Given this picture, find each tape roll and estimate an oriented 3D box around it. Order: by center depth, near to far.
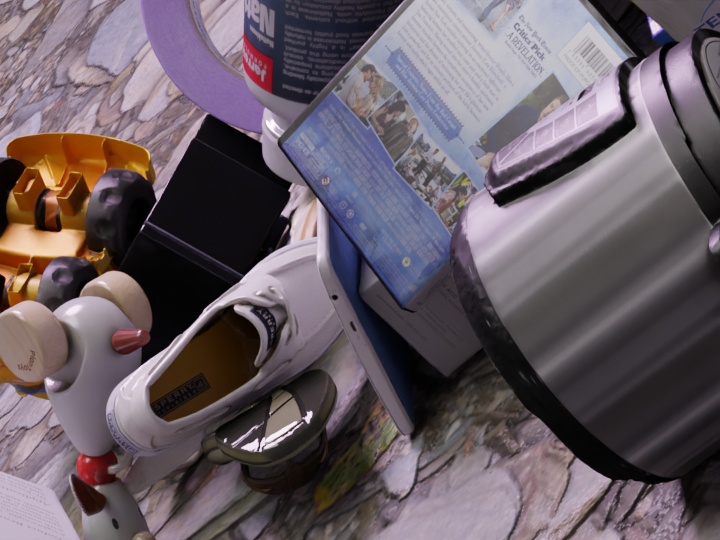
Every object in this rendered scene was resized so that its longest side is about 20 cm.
[{"bbox_3d":[-0.049,-0.192,1.897,0.200,0.200,0.066,-47,0,3],"label":"tape roll"}]

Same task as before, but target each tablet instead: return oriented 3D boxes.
[{"bbox_3d":[0.000,0.000,1.681,0.014,0.130,0.200,-22,27,10],"label":"tablet"}]

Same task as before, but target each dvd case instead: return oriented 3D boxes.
[{"bbox_3d":[0.055,-0.095,1.582,0.200,0.018,0.143,-47,59,16],"label":"dvd case"}]

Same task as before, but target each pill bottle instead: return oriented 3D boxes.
[{"bbox_3d":[-0.016,-0.159,1.775,0.120,0.119,0.201,-86,-1,-58],"label":"pill bottle"}]

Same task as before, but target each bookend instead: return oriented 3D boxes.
[{"bbox_3d":[-0.097,-0.028,1.878,0.200,0.092,0.199,-64,5,-35],"label":"bookend"}]

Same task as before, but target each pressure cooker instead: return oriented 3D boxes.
[{"bbox_3d":[0.165,-0.016,1.325,0.200,0.178,0.176,-38,54,24],"label":"pressure cooker"}]

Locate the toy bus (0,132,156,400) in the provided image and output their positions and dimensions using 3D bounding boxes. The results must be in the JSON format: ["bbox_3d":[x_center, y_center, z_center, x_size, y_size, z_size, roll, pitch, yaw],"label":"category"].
[{"bbox_3d":[-0.220,0.028,2.014,0.135,0.192,0.200,7,47,23],"label":"toy bus"}]

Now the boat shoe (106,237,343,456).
[{"bbox_3d":[-0.066,0.040,1.686,0.200,0.071,0.070,-34,1,-28],"label":"boat shoe"}]

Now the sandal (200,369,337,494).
[{"bbox_3d":[-0.048,0.104,1.697,0.080,0.057,0.201,-32,1,-10],"label":"sandal"}]

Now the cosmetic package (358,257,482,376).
[{"bbox_3d":[0.096,-0.045,1.633,0.200,0.081,0.113,-42,20,18],"label":"cosmetic package"}]

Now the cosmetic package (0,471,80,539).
[{"bbox_3d":[-0.274,0.216,1.730,0.166,0.164,0.200,-67,19,7],"label":"cosmetic package"}]

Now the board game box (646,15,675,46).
[{"bbox_3d":[0.246,-0.239,1.659,0.200,0.045,0.153,-36,46,29],"label":"board game box"}]

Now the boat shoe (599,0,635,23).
[{"bbox_3d":[0.167,-0.192,1.815,0.200,0.073,0.063,-42,-22,29],"label":"boat shoe"}]

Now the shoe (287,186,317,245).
[{"bbox_3d":[-0.008,-0.034,1.841,0.053,0.070,0.200,-34,17,33],"label":"shoe"}]

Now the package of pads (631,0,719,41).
[{"bbox_3d":[0.207,-0.194,1.507,0.154,0.200,0.068,-35,29,32],"label":"package of pads"}]

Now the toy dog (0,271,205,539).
[{"bbox_3d":[-0.150,0.094,1.753,0.096,0.200,0.132,9,48,46],"label":"toy dog"}]

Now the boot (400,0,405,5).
[{"bbox_3d":[0.084,-0.137,1.709,0.138,0.078,0.200,-24,-14,-33],"label":"boot"}]
